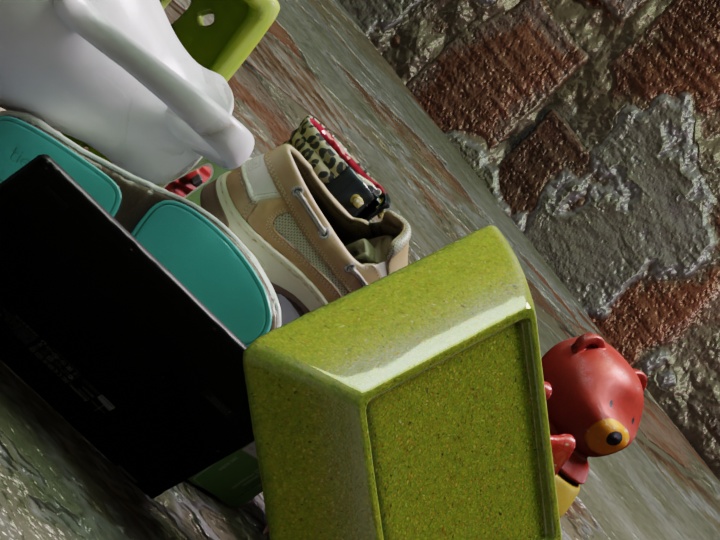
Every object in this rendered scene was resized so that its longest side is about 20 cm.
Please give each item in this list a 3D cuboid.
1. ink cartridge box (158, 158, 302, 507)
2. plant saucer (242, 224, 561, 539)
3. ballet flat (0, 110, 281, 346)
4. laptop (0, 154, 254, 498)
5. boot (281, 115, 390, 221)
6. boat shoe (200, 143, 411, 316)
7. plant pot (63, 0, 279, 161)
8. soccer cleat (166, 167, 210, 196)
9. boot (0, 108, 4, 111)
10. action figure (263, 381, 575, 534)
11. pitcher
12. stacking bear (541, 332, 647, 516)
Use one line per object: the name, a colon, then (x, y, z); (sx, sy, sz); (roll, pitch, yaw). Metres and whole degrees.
ink cartridge box: (-0.074, 0.024, 1.640); (0.059, 0.104, 0.201); (34, 27, -49)
plant saucer: (0.037, 0.102, 1.454); (0.048, 0.199, 0.201); (10, -65, 41)
ballet flat: (-0.127, -0.016, 1.520); (0.200, 0.070, 0.069); (34, 8, 4)
laptop: (-0.138, 0.013, 1.488); (0.187, 0.200, 0.116); (44, 43, -17)
boot: (-0.037, 0.009, 1.855); (0.204, 0.154, 0.073); (52, 10, 32)
boat shoe: (0.000, 0.000, 1.576); (0.200, 0.076, 0.072); (39, 23, -40)
plant pot: (-0.206, -0.175, 1.748); (0.199, 0.200, 0.181); (37, 5, -46)
soccer cleat: (-0.118, -0.067, 2.110); (0.200, 0.069, 0.085); (29, 24, -52)
boot: (-0.198, -0.057, 1.598); (0.155, 0.073, 0.200); (45, -2, 44)
action figure: (0.012, 0.095, 1.543); (0.199, 0.099, 0.065); (13, 40, -40)
pitcher: (-0.149, -0.128, 1.517); (0.200, 0.121, 0.171); (43, -13, -23)
stacking bear: (0.101, 0.126, 1.844); (0.121, 0.200, 0.114); (41, 10, -35)
